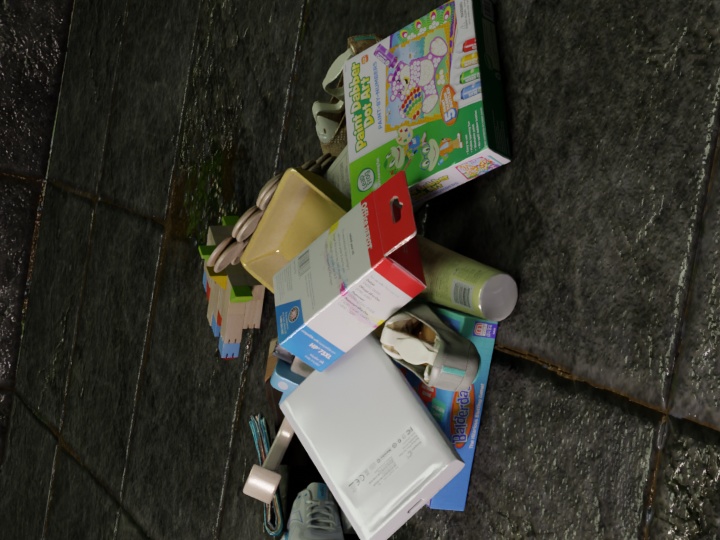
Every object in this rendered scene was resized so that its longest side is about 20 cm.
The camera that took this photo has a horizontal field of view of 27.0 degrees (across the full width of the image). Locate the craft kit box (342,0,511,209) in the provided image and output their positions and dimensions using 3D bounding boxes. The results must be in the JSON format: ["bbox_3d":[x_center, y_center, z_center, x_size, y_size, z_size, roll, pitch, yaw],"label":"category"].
[{"bbox_3d":[0.068,-0.177,1.642,0.197,0.048,0.202,-27,57,39],"label":"craft kit box"}]

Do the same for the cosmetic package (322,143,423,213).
[{"bbox_3d":[-0.001,-0.079,1.803,0.200,0.070,0.106,-47,43,51],"label":"cosmetic package"}]

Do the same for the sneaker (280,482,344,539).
[{"bbox_3d":[-0.055,0.296,1.770,0.200,0.074,0.088,-177,98,-78],"label":"sneaker"}]

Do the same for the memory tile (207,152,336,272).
[{"bbox_3d":[-0.106,-0.072,1.823,0.154,0.017,0.200,-52,-8,23],"label":"memory tile"}]

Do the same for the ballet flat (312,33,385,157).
[{"bbox_3d":[-0.025,-0.218,1.904,0.071,0.065,0.201,-113,39,-48],"label":"ballet flat"}]

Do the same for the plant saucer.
[{"bbox_3d":[-0.027,-0.013,1.752,0.048,0.200,0.200,-46,-7,-39],"label":"plant saucer"}]

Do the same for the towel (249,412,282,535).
[{"bbox_3d":[-0.116,0.259,1.887,0.200,0.021,0.148,101,160,-80],"label":"towel"}]

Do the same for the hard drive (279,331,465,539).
[{"bbox_3d":[0.009,0.171,1.562,0.132,0.026,0.200,-44,51,10],"label":"hard drive"}]

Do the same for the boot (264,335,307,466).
[{"bbox_3d":[-0.072,0.161,1.894,0.200,0.072,0.168,154,112,-71],"label":"boot"}]

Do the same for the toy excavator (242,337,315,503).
[{"bbox_3d":[-0.066,0.145,1.724,0.195,0.099,0.201,-67,-2,-47],"label":"toy excavator"}]

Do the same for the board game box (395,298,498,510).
[{"bbox_3d":[0.077,0.137,1.601,0.152,0.045,0.202,-164,83,-65],"label":"board game box"}]

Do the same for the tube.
[{"bbox_3d":[0.086,0.005,1.576,0.199,0.058,0.052,20,137,54],"label":"tube"}]

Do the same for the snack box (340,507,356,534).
[{"bbox_3d":[-0.009,0.207,1.790,0.072,0.024,0.201,127,143,-50],"label":"snack box"}]

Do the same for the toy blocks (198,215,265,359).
[{"bbox_3d":[-0.187,0.033,2.168,0.201,0.099,0.138,-116,30,-50],"label":"toy blocks"}]

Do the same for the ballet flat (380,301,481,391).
[{"bbox_3d":[0.056,0.072,1.538,0.200,0.063,0.068,29,108,64],"label":"ballet flat"}]

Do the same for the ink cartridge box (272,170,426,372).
[{"bbox_3d":[0.000,0.000,1.590,0.200,0.067,0.117,-39,34,23],"label":"ink cartridge box"}]
